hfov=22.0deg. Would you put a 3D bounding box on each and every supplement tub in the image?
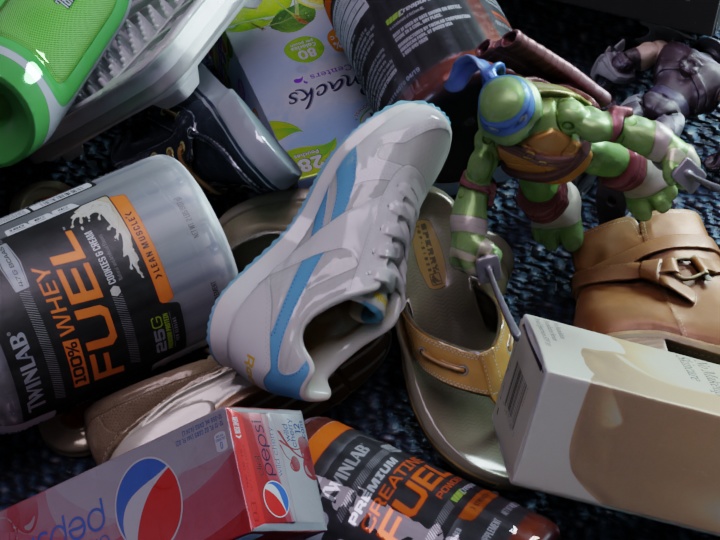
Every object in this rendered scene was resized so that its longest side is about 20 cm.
[{"bbox_3d":[0.004,0.151,1.030,0.198,0.108,0.107,23,53,18],"label":"supplement tub"},{"bbox_3d":[0.039,-0.161,1.217,0.106,0.107,0.201,-14,53,-12],"label":"supplement tub"},{"bbox_3d":[-0.182,0.020,1.118,0.199,0.123,0.123,-25,54,-19],"label":"supplement tub"}]

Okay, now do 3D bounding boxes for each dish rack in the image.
[{"bbox_3d":[-0.147,-0.146,1.267,0.199,0.044,0.172,-20,30,45],"label":"dish rack"}]

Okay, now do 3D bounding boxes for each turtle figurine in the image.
[{"bbox_3d":[0.130,-0.034,1.103,0.200,0.194,0.144,40,99,21],"label":"turtle figurine"}]

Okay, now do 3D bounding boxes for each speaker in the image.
[{"bbox_3d":[-0.213,-0.152,1.214,0.087,0.089,0.201,10,38,8],"label":"speaker"}]

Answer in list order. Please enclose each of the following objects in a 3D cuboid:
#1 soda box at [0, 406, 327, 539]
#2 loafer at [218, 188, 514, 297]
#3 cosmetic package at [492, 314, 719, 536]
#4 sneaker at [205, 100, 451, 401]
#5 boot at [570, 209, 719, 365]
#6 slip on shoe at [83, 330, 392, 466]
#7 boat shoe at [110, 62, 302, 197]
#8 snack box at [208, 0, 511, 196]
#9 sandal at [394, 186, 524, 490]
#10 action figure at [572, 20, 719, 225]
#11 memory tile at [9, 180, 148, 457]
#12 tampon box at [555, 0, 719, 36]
[{"bbox_3d":[-0.115,0.137,0.994,0.063,0.199,0.071,9,61,-51],"label":"soda box"},{"bbox_3d":[0.000,0.000,1.187,0.198,0.076,0.069,6,53,1],"label":"loafer"},{"bbox_3d":[0.182,0.095,1.056,0.198,0.072,0.105,14,16,-8],"label":"cosmetic package"},{"bbox_3d":[0.000,-0.010,1.084,0.080,0.077,0.201,27,74,32],"label":"sneaker"},{"bbox_3d":[0.232,0.024,1.173,0.198,0.074,0.156,-2,46,-5],"label":"boot"},{"bbox_3d":[-0.075,0.070,1.133,0.199,0.076,0.061,-30,59,-14],"label":"slip on shoe"},{"bbox_3d":[-0.104,-0.071,1.209,0.091,0.071,0.200,-42,24,-1],"label":"boat shoe"},{"bbox_3d":[-0.002,-0.132,1.305,0.167,0.068,0.201,-17,54,-15],"label":"snack box"},{"bbox_3d":[0.062,0.038,1.127,0.080,0.054,0.202,-15,80,-19],"label":"sandal"},{"bbox_3d":[0.204,-0.106,1.288,0.129,0.070,0.200,26,50,29],"label":"action figure"},{"bbox_3d":[-0.195,0.025,1.204,0.152,0.017,0.201,16,52,14],"label":"memory tile"},{"bbox_3d":[0.186,-0.267,1.349,0.198,0.128,0.150,15,23,13],"label":"tampon box"}]
